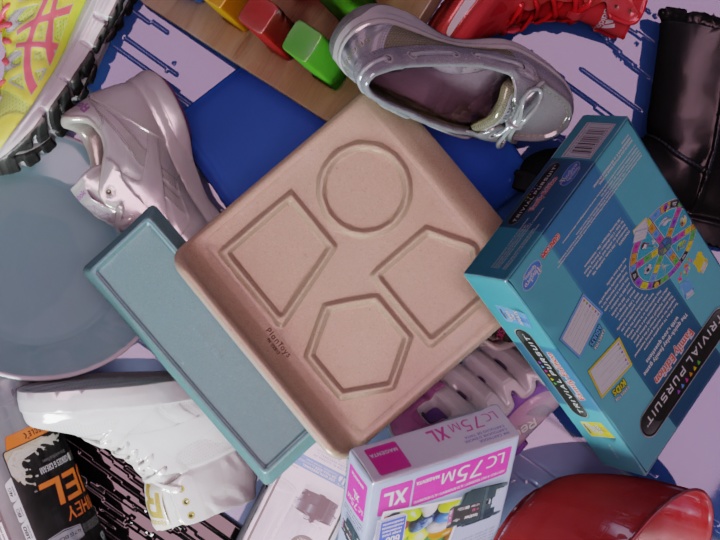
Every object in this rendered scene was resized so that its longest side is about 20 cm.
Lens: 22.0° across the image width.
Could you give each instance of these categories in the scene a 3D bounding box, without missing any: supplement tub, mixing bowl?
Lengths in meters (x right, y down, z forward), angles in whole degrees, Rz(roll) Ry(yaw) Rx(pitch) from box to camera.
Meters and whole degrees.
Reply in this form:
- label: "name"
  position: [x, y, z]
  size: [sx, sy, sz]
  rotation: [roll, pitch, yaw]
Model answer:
- label: "supplement tub"
  position: [-0.255, 0.175, 1.331]
  size: [0.121, 0.123, 0.202]
  rotation: [-22, 93, -1]
- label: "mixing bowl"
  position: [0.155, 0.222, 1.326]
  size: [0.108, 0.200, 0.202]
  rotation: [27, 91, 29]

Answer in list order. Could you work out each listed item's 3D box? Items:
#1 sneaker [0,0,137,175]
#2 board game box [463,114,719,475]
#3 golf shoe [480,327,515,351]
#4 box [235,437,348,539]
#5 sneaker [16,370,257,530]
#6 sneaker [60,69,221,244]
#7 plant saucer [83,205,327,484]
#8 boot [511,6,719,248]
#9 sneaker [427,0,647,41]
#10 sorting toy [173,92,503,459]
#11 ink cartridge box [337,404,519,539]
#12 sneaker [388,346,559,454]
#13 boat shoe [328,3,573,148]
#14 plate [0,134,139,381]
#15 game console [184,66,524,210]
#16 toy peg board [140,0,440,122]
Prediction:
- label: "sneaker"
  position: [-0.234, -0.163, 1.347]
  size: [0.090, 0.078, 0.201]
  rotation: [27, 76, 0]
- label: "board game box"
  position: [0.176, 0.018, 1.285]
  size: [0.151, 0.047, 0.200]
  rotation: [-51, 122, -21]
- label: "golf shoe"
  position: [0.081, 0.006, 1.321]
  size: [0.198, 0.078, 0.089]
  rotation: [8, 53, -7]
- label: "box"
  position: [-0.063, 0.210, 1.341]
  size: [0.060, 0.117, 0.202]
  rotation: [26, 92, -2]
- label: "sneaker"
  position: [-0.152, 0.132, 1.325]
  size: [0.198, 0.073, 0.117]
  rotation: [1, 95, -34]
- label: "sneaker"
  position: [-0.152, -0.039, 1.334]
  size: [0.099, 0.075, 0.202]
  rotation: [-20, 82, -25]
- label: "plant saucer"
  position: [-0.105, 0.051, 1.282]
  size: [0.070, 0.019, 0.200]
  rotation: [-41, 87, 2]
- label: "boot"
  position: [0.220, -0.111, 1.360]
  size: [0.196, 0.073, 0.164]
  rotation: [13, 94, -9]
- label: "sneaker"
  position: [0.141, -0.194, 1.335]
  size: [0.116, 0.078, 0.200]
  rotation: [45, 72, -6]
- label: "sorting toy"
  position: [0.000, 0.000, 1.280]
  size: [0.200, 0.036, 0.186]
  rotation: [-40, 87, -9]
- label: "ink cartridge box"
  position: [0.041, 0.190, 1.307]
  size: [0.118, 0.042, 0.201]
  rotation: [-15, 137, -25]
- label: "sneaker"
  position: [0.110, 0.095, 1.366]
  size: [0.199, 0.080, 0.089]
  rotation: [-32, 137, -18]
- label: "boat shoe"
  position: [0.070, -0.123, 1.274]
  size: [0.201, 0.065, 0.075]
  rotation: [18, 124, -36]
- label: "plate"
  position: [-0.238, -0.010, 1.340]
  size: [0.198, 0.026, 0.202]
  rotation: [9, 62, -17]
- label: "game console"
  position: [-0.006, -0.088, 1.382]
  size: [0.199, 0.118, 0.171]
  rotation: [-37, 123, 0]
- label: "toy peg board"
  position: [-0.042, -0.238, 1.307]
  size: [0.198, 0.098, 0.201]
  rotation: [33, 90, 18]
